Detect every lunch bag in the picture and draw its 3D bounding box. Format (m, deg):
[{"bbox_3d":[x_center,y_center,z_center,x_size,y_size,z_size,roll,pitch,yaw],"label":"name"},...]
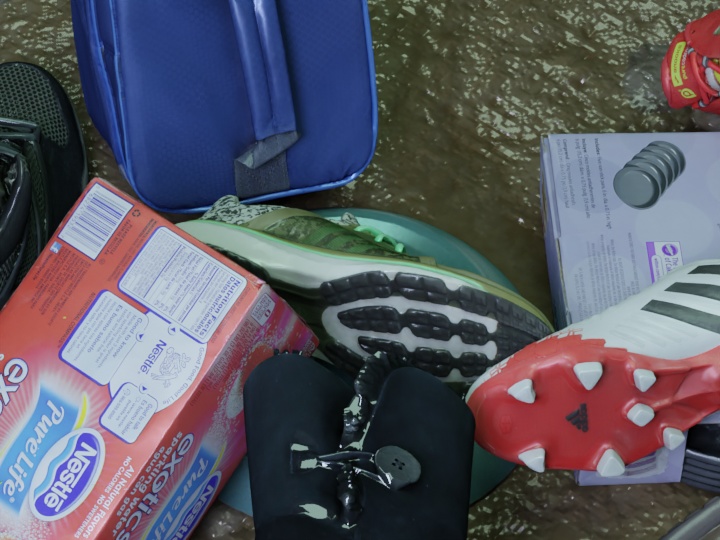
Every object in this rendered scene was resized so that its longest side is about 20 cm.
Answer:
[{"bbox_3d":[-0.069,-0.121,1.384,0.135,0.201,0.132,-12,22,-10],"label":"lunch bag"}]

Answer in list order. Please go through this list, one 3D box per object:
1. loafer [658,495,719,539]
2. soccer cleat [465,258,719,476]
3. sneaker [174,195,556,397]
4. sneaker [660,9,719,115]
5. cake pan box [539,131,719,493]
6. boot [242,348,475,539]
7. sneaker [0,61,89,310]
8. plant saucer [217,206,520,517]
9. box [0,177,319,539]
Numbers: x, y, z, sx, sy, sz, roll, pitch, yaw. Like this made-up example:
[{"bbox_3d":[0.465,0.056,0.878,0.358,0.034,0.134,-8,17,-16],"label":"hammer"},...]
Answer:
[{"bbox_3d":[0.142,0.160,1.244,0.199,0.073,0.071,-30,65,-18],"label":"loafer"},{"bbox_3d":[0.139,0.036,1.288,0.199,0.069,0.085,-18,28,-4],"label":"soccer cleat"},{"bbox_3d":[0.000,0.000,1.322,0.199,0.077,0.089,15,39,10],"label":"sneaker"},{"bbox_3d":[0.193,-0.098,1.415,0.084,0.200,0.077,-8,93,3],"label":"sneaker"},{"bbox_3d":[0.186,0.017,1.375,0.183,0.052,0.201,-3,49,-3],"label":"cake pan box"},{"bbox_3d":[0.042,0.117,1.171,0.199,0.077,0.169,15,42,-9],"label":"boot"},{"bbox_3d":[-0.179,-0.048,1.373,0.076,0.115,0.200,11,48,4],"label":"sneaker"},{"bbox_3d":[-0.007,0.036,1.358,0.199,0.036,0.201,2,49,-2],"label":"plant saucer"},{"bbox_3d":[-0.119,0.076,1.229,0.099,0.095,0.201,31,83,22],"label":"box"}]
